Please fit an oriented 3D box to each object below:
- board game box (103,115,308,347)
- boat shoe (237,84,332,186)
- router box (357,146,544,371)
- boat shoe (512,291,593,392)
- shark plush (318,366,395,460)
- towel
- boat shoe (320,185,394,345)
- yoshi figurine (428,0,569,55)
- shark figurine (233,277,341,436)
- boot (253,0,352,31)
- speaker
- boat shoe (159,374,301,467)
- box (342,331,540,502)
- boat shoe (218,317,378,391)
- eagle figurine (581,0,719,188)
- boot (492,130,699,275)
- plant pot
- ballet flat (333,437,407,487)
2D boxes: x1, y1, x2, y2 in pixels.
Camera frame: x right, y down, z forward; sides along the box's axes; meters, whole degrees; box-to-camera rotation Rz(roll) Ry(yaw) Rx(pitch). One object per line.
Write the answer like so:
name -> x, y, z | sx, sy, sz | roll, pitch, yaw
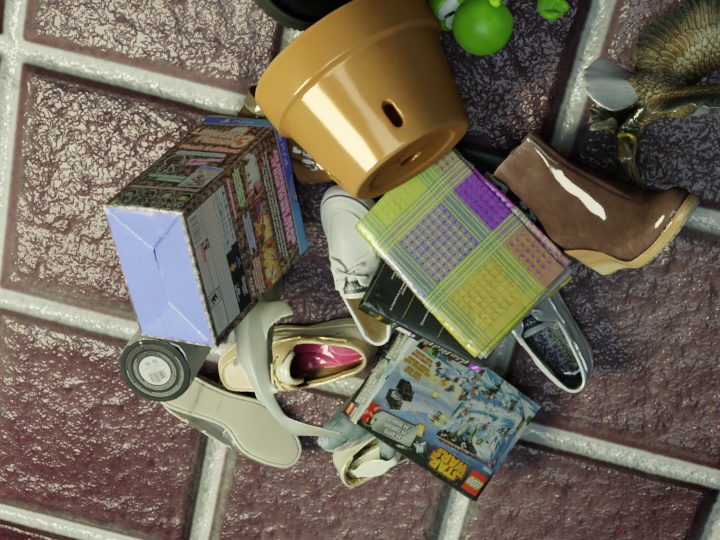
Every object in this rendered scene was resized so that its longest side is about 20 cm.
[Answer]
board game box -> -0.154, -0.045, 1.337 | 0.097, 0.200, 0.160 | 7, 125, 27
boat shoe -> -0.043, -0.128, 1.401 | 0.200, 0.072, 0.068 | 29, 118, 6
router box -> 0.108, -0.014, 1.380 | 0.149, 0.051, 0.200 | 28, 81, -4
boat shoe -> 0.194, 0.053, 1.440 | 0.072, 0.069, 0.200 | -25, 107, 18
shark plush -> 0.036, 0.133, 1.468 | 0.200, 0.091, 0.083 | -44, 143, 10
towel -> 0.108, -0.020, 1.339 | 0.144, 0.023, 0.200 | -44, 87, -7
boat shoe -> 0.000, 0.000, 1.415 | 0.071, 0.070, 0.200 | -1, 131, 19
yoshi figurine -> 0.163, -0.281, 1.282 | 0.200, 0.112, 0.113 | -29, 113, 21
shark figurine -> -0.094, 0.081, 1.399 | 0.089, 0.128, 0.215 | -29, 63, 32
boot -> -0.006, -0.307, 1.255 | 0.158, 0.211, 0.080 | -39, 64, 31
speaker -> -0.194, 0.059, 1.427 | 0.081, 0.200, 0.081 | 5, 118, 10
boat shoe -> -0.162, 0.175, 1.559 | 0.200, 0.057, 0.067 | 30, 78, -9
box -> 0.094, 0.157, 1.454 | 0.200, 0.040, 0.137 | 37, 86, -29
boat shoe -> -0.078, 0.105, 1.500 | 0.199, 0.069, 0.074 | -16, 110, 14
eagle figurine -> 0.334, -0.186, 1.292 | 0.200, 0.151, 0.152 | -31, 96, 30
boot -> 0.226, -0.076, 1.280 | 0.166, 0.072, 0.200 | 42, 156, -4
plant pot -> 0.015, -0.165, 1.279 | 0.200, 0.200, 0.140 | -36, 79, 20
ballet flat -> 0.055, 0.201, 1.526 | 0.200, 0.070, 0.070 | -29, 106, 18
